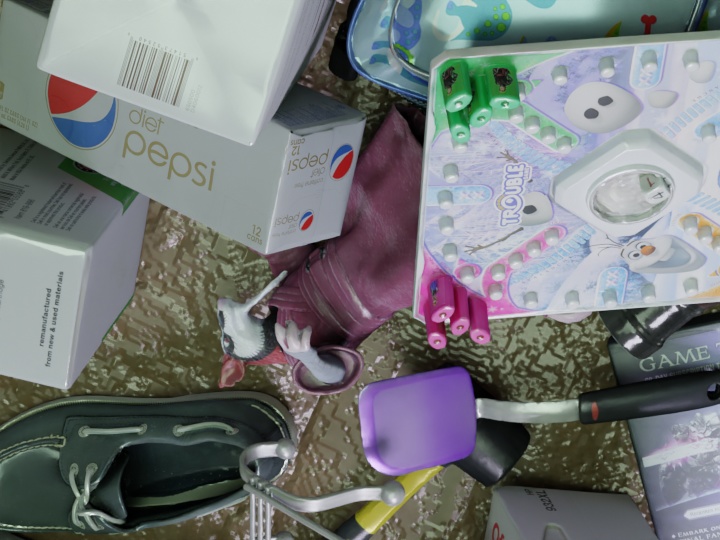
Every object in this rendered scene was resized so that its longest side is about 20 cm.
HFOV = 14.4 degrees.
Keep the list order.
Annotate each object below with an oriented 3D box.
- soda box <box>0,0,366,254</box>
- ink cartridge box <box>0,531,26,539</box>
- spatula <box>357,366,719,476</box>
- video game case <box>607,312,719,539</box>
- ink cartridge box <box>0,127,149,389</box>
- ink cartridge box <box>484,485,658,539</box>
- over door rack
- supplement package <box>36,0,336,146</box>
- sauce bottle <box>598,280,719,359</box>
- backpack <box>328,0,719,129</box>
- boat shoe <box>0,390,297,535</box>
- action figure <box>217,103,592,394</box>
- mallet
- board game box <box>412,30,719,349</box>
[{"bbox_3d":[-0.097,-0.079,1.446,0.199,0.063,0.069,26,115,32],"label":"soda box"},{"bbox_3d":[-0.165,0.227,1.562,0.199,0.145,0.084,23,110,1],"label":"ink cartridge box"},{"bbox_3d":[0.098,0.073,1.496,0.198,0.021,0.057,-5,113,-1],"label":"spatula"},{"bbox_3d":[0.224,0.115,1.528,0.142,0.019,0.201,-12,105,13],"label":"video game case"},{"bbox_3d":[-0.223,-0.021,1.489,0.199,0.147,0.084,14,111,6],"label":"ink cartridge box"},{"bbox_3d":[0.108,0.235,1.512,0.083,0.145,0.201,4,111,-14],"label":"ink cartridge box"},{"bbox_3d":[0.013,0.192,1.489,0.200,0.066,0.149,37,140,38],"label":"over door rack"},{"bbox_3d":[-0.068,-0.153,1.388,0.113,0.200,0.110,20,110,3],"label":"supplement package"},{"bbox_3d":[0.207,-0.030,1.458,0.200,0.066,0.066,-39,99,21],"label":"sauce bottle"},{"bbox_3d":[0.106,-0.140,1.383,0.199,0.147,0.184,21,100,-6],"label":"backpack"},{"bbox_3d":[-0.135,0.109,1.562,0.199,0.062,0.073,-10,106,12],"label":"boat shoe"},{"bbox_3d":[0.000,0.000,1.503,0.148,0.135,0.200,19,135,-43],"label":"action figure"},{"bbox_3d":[0.001,0.126,1.561,0.200,0.041,0.066,-37,100,23],"label":"mallet"},{"bbox_3d":[0.128,-0.035,1.352,0.198,0.026,0.201,-4,143,-5],"label":"board game box"}]
